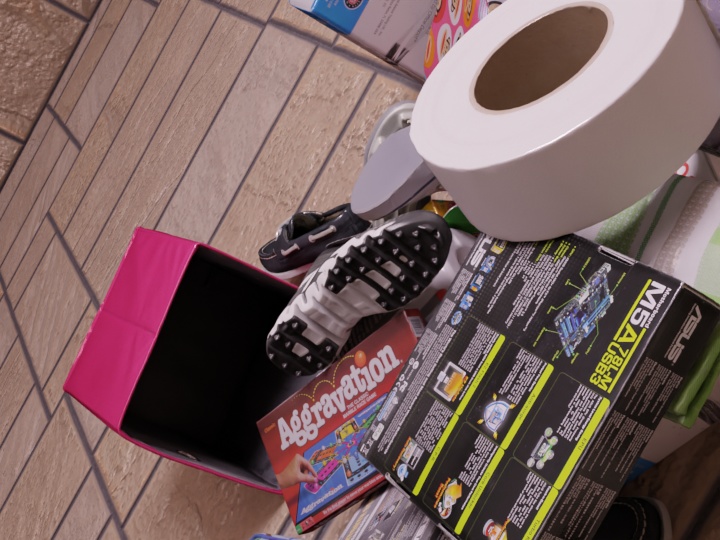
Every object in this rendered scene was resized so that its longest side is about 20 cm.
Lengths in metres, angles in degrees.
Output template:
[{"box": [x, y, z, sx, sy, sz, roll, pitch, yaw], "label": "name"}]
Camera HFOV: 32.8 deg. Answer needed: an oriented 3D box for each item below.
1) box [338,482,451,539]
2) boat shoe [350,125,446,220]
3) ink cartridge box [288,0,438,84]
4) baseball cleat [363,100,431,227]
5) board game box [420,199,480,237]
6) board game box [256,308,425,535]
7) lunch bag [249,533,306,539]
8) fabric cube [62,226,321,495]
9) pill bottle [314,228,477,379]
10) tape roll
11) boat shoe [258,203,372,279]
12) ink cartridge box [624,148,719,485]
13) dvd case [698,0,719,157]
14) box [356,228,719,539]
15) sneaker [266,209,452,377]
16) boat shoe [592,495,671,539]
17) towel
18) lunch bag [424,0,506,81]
[{"box": [0.045, 0.184, 0.894, 0.158, 0.048, 0.200, -41, 5, 36], "label": "box"}, {"box": [0.072, -0.092, 1.000, 0.200, 0.070, 0.071, -38, 36, 39], "label": "boat shoe"}, {"box": [0.055, -0.270, 1.192, 0.146, 0.200, 0.084, -60, 26, 5], "label": "ink cartridge box"}, {"box": [0.034, -0.084, 1.131, 0.107, 0.070, 0.200, -93, 6, -52], "label": "baseball cleat"}, {"box": [0.050, -0.003, 1.075, 0.200, 0.095, 0.030, -42, 60, 39], "label": "board game box"}, {"box": [-0.004, 0.123, 0.965, 0.200, 0.019, 0.103, -40, 63, 38], "label": "board game box"}, {"box": [-0.070, 0.327, 1.036, 0.160, 0.075, 0.200, -7, 60, 55], "label": "lunch bag"}, {"box": [-0.157, 0.088, 1.251, 0.199, 0.196, 0.200, 12, 78, 61], "label": "fabric cube"}, {"box": [0.043, 0.071, 1.017, 0.200, 0.114, 0.114, -49, 32, 25], "label": "pill bottle"}, {"box": [0.134, -0.115, 0.801, 0.202, 0.071, 0.203, -29, 32, 20], "label": "tape roll"}, {"box": [-0.051, -0.035, 1.285, 0.200, 0.060, 0.076, -9, 31, 50], "label": "boat shoe"}, {"box": [0.196, 0.033, 0.823, 0.200, 0.086, 0.147, -42, 35, 31], "label": "ink cartridge box"}, {"box": [0.236, -0.156, 0.820, 0.149, 0.016, 0.200, -56, 32, 3], "label": "dvd case"}, {"box": [0.101, 0.072, 0.759, 0.200, 0.047, 0.193, -61, 34, 1], "label": "box"}, {"box": [0.000, 0.000, 0.952, 0.200, 0.066, 0.091, -42, 19, 39], "label": "sneaker"}, {"box": [0.121, 0.202, 0.834, 0.200, 0.060, 0.076, -41, 36, 36], "label": "boat shoe"}, {"box": [0.167, 0.002, 0.777, 0.200, 0.031, 0.149, 23, 88, 61], "label": "towel"}, {"box": [0.110, -0.176, 1.073, 0.176, 0.082, 0.200, -95, 12, -46], "label": "lunch bag"}]
